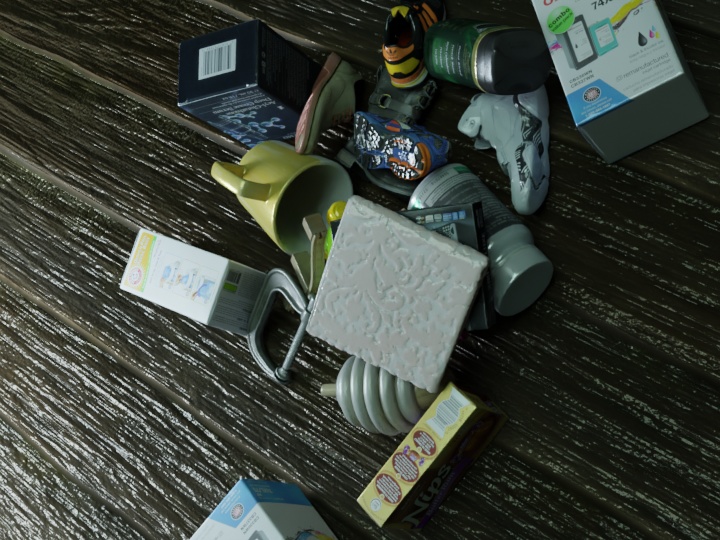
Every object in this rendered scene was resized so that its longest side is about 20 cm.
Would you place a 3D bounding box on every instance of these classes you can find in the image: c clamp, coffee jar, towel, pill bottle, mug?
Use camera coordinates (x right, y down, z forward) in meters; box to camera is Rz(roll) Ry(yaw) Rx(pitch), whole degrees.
[{"bbox_3d":[-0.107,0.091,1.605,0.172,0.027,0.201,54,135,24],"label":"c clamp"},{"bbox_3d":[0.171,-0.293,1.502,0.200,0.103,0.087,-144,49,-62],"label":"coffee jar"},{"bbox_3d":[0.045,0.030,1.387,0.198,0.032,0.194,25,107,17],"label":"towel"},{"bbox_3d":[0.161,-0.041,1.478,0.113,0.113,0.200,-47,58,11],"label":"pill bottle"},{"bbox_3d":[-0.119,-0.132,1.639,0.149,0.187,0.153,-45,48,-10],"label":"mug"}]

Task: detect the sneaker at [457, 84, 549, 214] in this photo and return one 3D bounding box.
[{"bbox_3d":[0.198,-0.167,1.517,0.113,0.075,0.203,-6,68,30],"label":"sneaker"}]

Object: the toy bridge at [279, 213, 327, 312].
[{"bbox_3d":[-0.078,0.005,1.589,0.068,0.027,0.201,63,152,27],"label":"toy bridge"}]

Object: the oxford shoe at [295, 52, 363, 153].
[{"bbox_3d":[-0.043,-0.243,1.638,0.071,0.073,0.202,-52,15,53],"label":"oxford shoe"}]

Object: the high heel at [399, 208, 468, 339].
[{"bbox_3d":[0.068,0.023,1.494,0.095,0.067,0.202,-31,102,-4],"label":"high heel"}]

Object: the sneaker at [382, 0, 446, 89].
[{"bbox_3d":[0.076,-0.366,1.607,0.069,0.090,0.203,-1,57,22],"label":"sneaker"}]

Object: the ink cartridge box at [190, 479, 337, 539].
[{"bbox_3d":[-0.112,0.409,1.485,0.147,0.146,0.200,-50,59,10],"label":"ink cartridge box"}]

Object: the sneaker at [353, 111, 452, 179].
[{"bbox_3d":[0.054,-0.174,1.533,0.199,0.077,0.077,35,129,49],"label":"sneaker"}]

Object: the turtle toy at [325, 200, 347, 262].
[{"bbox_3d":[0.000,0.000,1.560,0.099,0.146,0.203,-2,71,-12],"label":"turtle toy"}]

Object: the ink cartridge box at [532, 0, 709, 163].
[{"bbox_3d":[0.333,-0.276,1.421,0.145,0.146,0.203,-25,64,22],"label":"ink cartridge box"}]

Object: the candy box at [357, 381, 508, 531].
[{"bbox_3d":[0.095,0.245,1.435,0.056,0.116,0.201,40,98,31],"label":"candy box"}]

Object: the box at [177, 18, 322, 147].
[{"bbox_3d":[-0.162,-0.280,1.684,0.146,0.199,0.109,-9,73,28],"label":"box"}]

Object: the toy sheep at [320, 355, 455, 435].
[{"bbox_3d":[0.036,0.157,1.479,0.197,0.137,0.140,-12,70,29],"label":"toy sheep"}]

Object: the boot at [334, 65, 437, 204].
[{"bbox_3d":[0.062,-0.202,1.609,0.199,0.069,0.176,33,93,33],"label":"boot"}]

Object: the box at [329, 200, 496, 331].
[{"bbox_3d":[0.067,0.001,1.418,0.197,0.050,0.161,-5,96,23],"label":"box"}]

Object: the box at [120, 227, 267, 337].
[{"bbox_3d":[-0.258,0.018,1.710,0.198,0.112,0.103,19,87,33],"label":"box"}]
